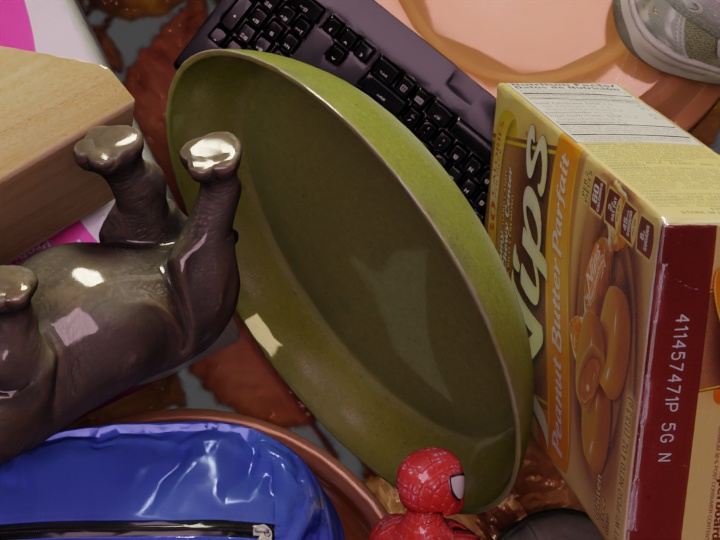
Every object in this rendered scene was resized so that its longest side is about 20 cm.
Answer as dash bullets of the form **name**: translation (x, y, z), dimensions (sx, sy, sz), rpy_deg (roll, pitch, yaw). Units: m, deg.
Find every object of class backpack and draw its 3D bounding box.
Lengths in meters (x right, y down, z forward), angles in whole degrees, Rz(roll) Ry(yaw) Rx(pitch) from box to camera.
- **backpack**: translation (-0.070, 0.151, 0.683), dimensions (0.162, 0.168, 0.200), rpy_deg (1, 76, -3)

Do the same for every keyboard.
- **keyboard**: translation (0.012, -0.037, 0.786), dimensions (0.200, 0.040, 0.104), rpy_deg (39, 106, 0)

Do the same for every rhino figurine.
- **rhino figurine**: translation (-0.121, 0.028, 0.644), dimensions (0.200, 0.087, 0.060), rpy_deg (-33, 49, -24)

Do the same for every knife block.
- **knife block**: translation (-0.187, 0.002, 0.649), dimensions (0.200, 0.064, 0.176), rpy_deg (9, 60, -7)

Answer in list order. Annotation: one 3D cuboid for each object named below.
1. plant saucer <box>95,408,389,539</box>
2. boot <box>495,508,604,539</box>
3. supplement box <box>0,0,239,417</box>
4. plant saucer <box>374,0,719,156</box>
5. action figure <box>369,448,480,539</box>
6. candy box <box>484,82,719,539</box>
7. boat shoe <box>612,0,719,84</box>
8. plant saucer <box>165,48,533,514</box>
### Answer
- **plant saucer**: translation (-0.070, 0.157, 0.782), dimensions (0.200, 0.037, 0.200), rpy_deg (0, 82, 1)
- **boot**: translation (0.123, 0.174, 0.725), dimensions (0.068, 0.131, 0.200), rpy_deg (-33, 83, -3)
- **supplement box**: translation (-0.138, -0.043, 0.779), dimensions (0.101, 0.103, 0.200), rpy_deg (-27, 84, -3)
- **plant saucer**: translation (0.072, -0.132, 0.819), dimensions (0.200, 0.032, 0.201), rpy_deg (0, 83, 1)
- **action figure**: translation (0.043, 0.146, 0.713), dimensions (0.052, 0.065, 0.200), rpy_deg (-29, 125, -18)
- **candy box**: translation (0.092, 0.010, 0.681), dimensions (0.055, 0.200, 0.116), rpy_deg (1, 107, -12)
- **boat shoe**: translation (0.205, -0.101, 0.780), dimensions (0.202, 0.065, 0.075), rpy_deg (10, 83, -14)
- **plant saucer**: translation (0.000, 0.000, 0.720), dimensions (0.031, 0.200, 0.200), rpy_deg (-34, 82, -25)
